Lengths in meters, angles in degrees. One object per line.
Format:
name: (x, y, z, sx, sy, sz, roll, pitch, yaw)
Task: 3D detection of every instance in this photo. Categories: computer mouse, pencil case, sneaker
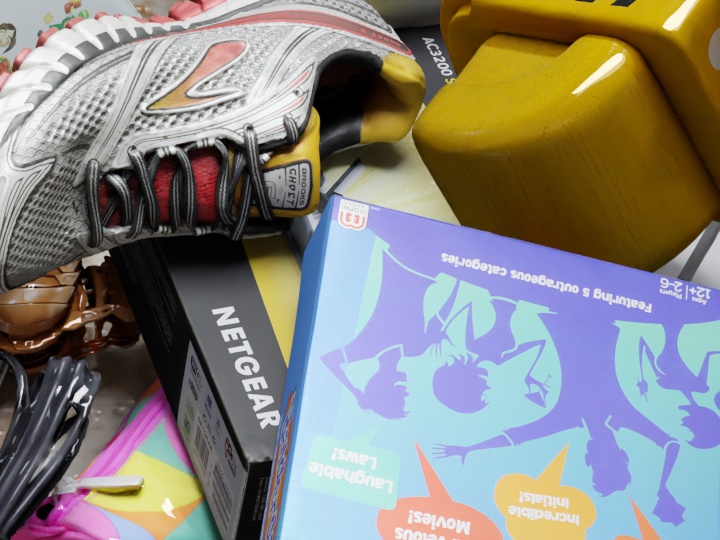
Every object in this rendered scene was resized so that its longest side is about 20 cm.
computer mouse: (-0.177, 0.073, 0.983, 0.200, 0.053, 0.139, 20, 69, 43)
pencil case: (-0.049, 0.068, 1.018, 0.088, 0.088, 0.200, 27, 43, 16)
sneaker: (-0.056, -0.047, 0.945, 0.082, 0.078, 0.200, 37, 50, 25)

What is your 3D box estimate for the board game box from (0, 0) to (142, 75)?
board game box: (-0.194, -0.045, 1.009, 0.148, 0.064, 0.200, 19, 68, 41)

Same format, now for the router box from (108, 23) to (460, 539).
router box: (0.000, 0.000, 1.005, 0.157, 0.052, 0.200, -8, 48, -21)

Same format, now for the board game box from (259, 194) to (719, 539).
board game box: (0.045, 0.085, 0.882, 0.152, 0.045, 0.200, 13, 59, -8)

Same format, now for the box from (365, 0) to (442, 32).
box: (0.023, -0.181, 1.151, 0.171, 0.199, 0.200, -20, 75, -12)

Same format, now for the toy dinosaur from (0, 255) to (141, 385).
toy dinosaur: (-0.138, -0.003, 1.092, 0.200, 0.102, 0.136, 10, 59, -27)

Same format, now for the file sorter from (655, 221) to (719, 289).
file sorter: (0.182, -0.015, 1.067, 0.139, 0.125, 0.200, 13, 22, -37)

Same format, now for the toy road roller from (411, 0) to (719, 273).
toy road roller: (0.111, -0.058, 0.938, 0.200, 0.123, 0.146, 15, 59, 44)
